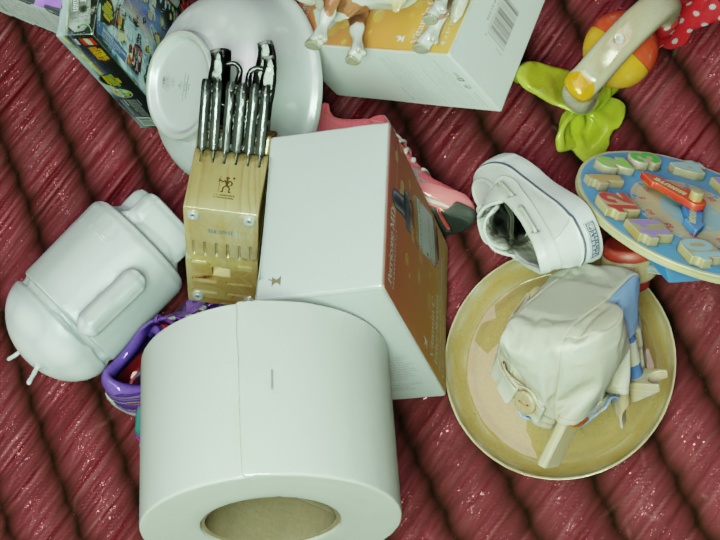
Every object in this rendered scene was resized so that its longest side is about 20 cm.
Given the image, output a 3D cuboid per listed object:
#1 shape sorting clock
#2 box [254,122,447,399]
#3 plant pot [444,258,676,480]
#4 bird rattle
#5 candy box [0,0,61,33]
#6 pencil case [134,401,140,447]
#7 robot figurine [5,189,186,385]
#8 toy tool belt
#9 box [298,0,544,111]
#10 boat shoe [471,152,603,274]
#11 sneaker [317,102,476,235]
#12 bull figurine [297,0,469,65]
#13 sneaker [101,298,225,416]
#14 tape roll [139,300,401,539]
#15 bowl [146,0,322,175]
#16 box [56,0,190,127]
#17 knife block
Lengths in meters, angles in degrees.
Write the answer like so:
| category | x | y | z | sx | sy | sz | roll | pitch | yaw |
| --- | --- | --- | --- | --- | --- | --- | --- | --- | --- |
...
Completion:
| category | x | y | z | sx | sy | sz | roll | pitch | yaw |
| --- | --- | --- | --- | --- | --- | --- | --- | --- | --- |
| shape sorting clock | 0.272 | -0.048 | 1.116 | 0.197 | 0.040 | 0.201 | 9 | 33 | -6 |
| box | 0.000 | 0.000 | 1.130 | 0.105 | 0.200 | 0.154 | -6 | 60 | 16 |
| plant pot | 0.171 | 0.081 | 1.170 | 0.197 | 0.028 | 0.203 | -4 | 71 | 12 |
| bird rattle | 0.234 | -0.187 | 1.178 | 0.199 | 0.163 | 0.113 | -37 | 86 | 10 |
| candy box | -0.328 | -0.346 | 1.408 | 0.198 | 0.072 | 0.169 | 23 | 79 | 19 |
| pencil case | -0.118 | 0.190 | 1.175 | 0.092 | 0.085 | 0.201 | -35 | 68 | 4 |
| robot figurine | -0.242 | 0.019 | 1.239 | 0.200 | 0.169 | 0.113 | -47 | 109 | -11 |
| toy tool belt | 0.187 | 0.064 | 1.098 | 0.123 | 0.125 | 0.200 | 9 | 30 | 34 |
| box | 0.048 | -0.228 | 1.227 | 0.198 | 0.097 | 0.126 | 11 | 73 | 40 |
| boat shoe | 0.130 | -0.043 | 1.147 | 0.065 | 0.073 | 0.200 | -21 | 28 | -13 |
| sneaker | 0.021 | -0.099 | 1.241 | 0.198 | 0.074 | 0.088 | 22 | 75 | 18 |
| bull figurine | 0.012 | -0.241 | 1.152 | 0.198 | 0.065 | 0.123 | -8 | 65 | 35 |
| sneaker | -0.147 | 0.058 | 1.226 | 0.200 | 0.084 | 0.081 | -41 | 68 | -3 |
| tape roll | -0.071 | 0.131 | 1.051 | 0.200 | 0.203 | 0.141 | -11 | 59 | 10 |
| bowl | -0.132 | -0.166 | 1.239 | 0.199 | 0.090 | 0.205 | 0 | 90 | 44 |
| box | -0.217 | -0.237 | 1.275 | 0.039 | 0.200 | 0.139 | 0 | 73 | 14 |
| knife block | -0.106 | -0.091 | 1.164 | 0.063 | 0.201 | 0.178 | 7 | 55 | 1 |
